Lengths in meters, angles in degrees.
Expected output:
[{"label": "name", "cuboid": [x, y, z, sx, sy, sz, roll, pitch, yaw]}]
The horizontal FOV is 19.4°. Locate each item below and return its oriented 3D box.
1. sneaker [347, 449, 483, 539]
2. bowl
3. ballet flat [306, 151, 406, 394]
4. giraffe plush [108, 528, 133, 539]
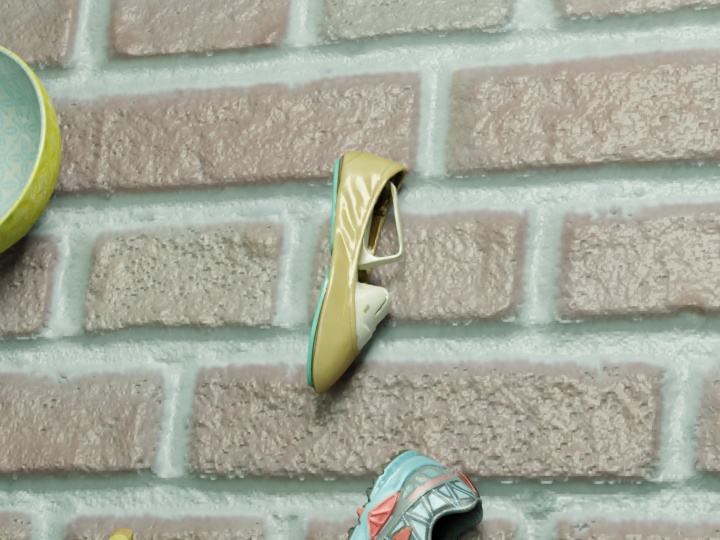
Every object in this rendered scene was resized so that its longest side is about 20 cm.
[{"label": "sneaker", "cuboid": [0.026, 0.235, 1.552, 0.095, 0.079, 0.201, 20, 80, 25]}, {"label": "bowl", "cuboid": [-0.331, -0.084, 1.802, 0.198, 0.108, 0.202, -7, 69, 19]}, {"label": "ballet flat", "cuboid": [0.000, 0.000, 1.659, 0.062, 0.069, 0.202, 5, 74, 9]}, {"label": "giraffe plush", "cuboid": [-0.162, 0.311, 1.567, 0.163, 0.199, 0.173, -53, 25, 24]}]
